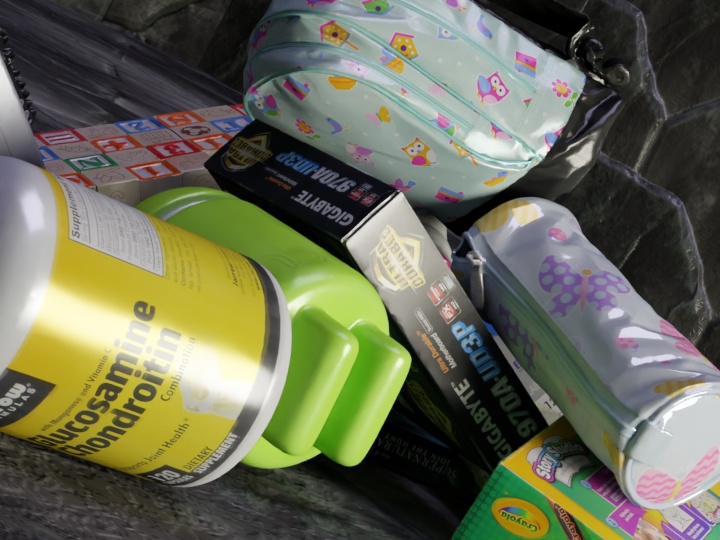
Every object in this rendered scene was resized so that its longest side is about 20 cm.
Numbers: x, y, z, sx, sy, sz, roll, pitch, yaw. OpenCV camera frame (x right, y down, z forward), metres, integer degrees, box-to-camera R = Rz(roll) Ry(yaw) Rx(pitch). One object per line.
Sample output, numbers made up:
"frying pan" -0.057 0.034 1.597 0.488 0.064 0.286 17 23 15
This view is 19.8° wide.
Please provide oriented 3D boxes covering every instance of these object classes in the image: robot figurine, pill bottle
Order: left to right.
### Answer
"pill bottle" -0.136 0.017 0.892 0.200 0.112 0.112 23 8 -37
"robot figurine" -0.066 0.028 1.096 0.200 0.116 0.175 33 12 40

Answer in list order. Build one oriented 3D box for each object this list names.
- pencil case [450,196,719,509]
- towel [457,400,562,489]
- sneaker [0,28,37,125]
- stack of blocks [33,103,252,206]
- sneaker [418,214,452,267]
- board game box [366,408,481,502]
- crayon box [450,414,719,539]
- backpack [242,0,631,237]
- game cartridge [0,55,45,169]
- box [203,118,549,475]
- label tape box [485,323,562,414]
"pencil case" 0.128 0.041 1.129 0.091 0.083 0.200 33 12 -46
"towel" 0.133 0.139 1.248 0.148 0.037 0.200 22 22 -27
"sneaker" -0.266 -0.105 1.365 0.200 0.090 0.067 134 -66 -76
"stack of blocks" -0.126 -0.057 1.350 0.200 0.059 0.115 -12 25 -26
"sneaker" 0.000 0.000 1.352 0.081 0.088 0.200 28 -36 -25
"board game box" 0.067 0.120 1.334 0.200 0.028 0.135 25 6 -19
"crayon box" 0.144 0.135 1.138 0.119 0.058 0.200 36 23 15
"backpack" 0.033 -0.107 1.208 0.200 0.127 0.167 33 -34 -17
"game cartridge" -0.234 -0.101 1.223 0.133 0.042 0.200 33 -32 47
"box" 0.010 0.015 1.183 0.159 0.046 0.200 31 -21 53
"label tape box" 0.162 0.090 1.490 0.200 0.066 0.143 55 11 25
